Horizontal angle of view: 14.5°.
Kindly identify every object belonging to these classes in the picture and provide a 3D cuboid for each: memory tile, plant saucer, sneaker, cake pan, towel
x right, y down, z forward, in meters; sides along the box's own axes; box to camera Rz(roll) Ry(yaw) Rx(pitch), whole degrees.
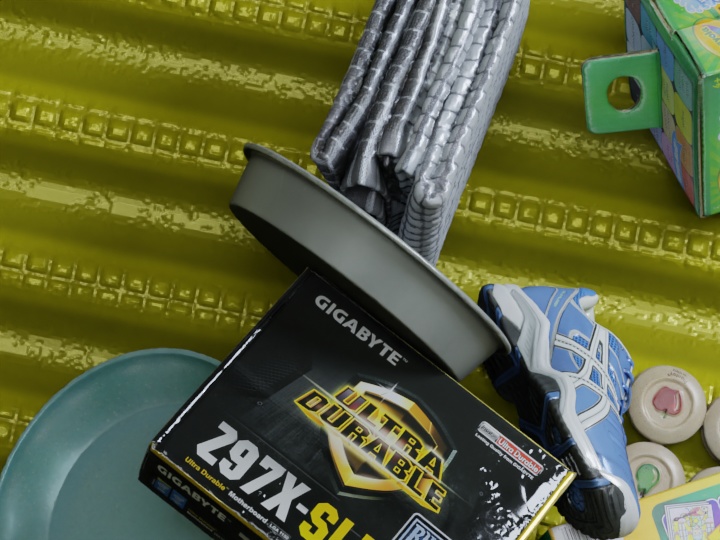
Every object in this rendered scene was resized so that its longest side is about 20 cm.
[{"bbox_3d":[0.247,0.152,1.741,0.200,0.017,0.154,17,76,1],"label":"memory tile"},{"bbox_3d":[-0.128,0.145,1.677,0.200,0.036,0.200,-12,62,22],"label":"plant saucer"},{"bbox_3d":[0.133,0.076,1.694,0.077,0.076,0.200,-8,47,-15],"label":"sneaker"},{"bbox_3d":[0.000,0.000,1.671,0.200,0.200,0.037,37,83,6],"label":"cake pan"},{"bbox_3d":[0.039,-0.110,1.717,0.085,0.166,0.200,20,75,5],"label":"towel"}]

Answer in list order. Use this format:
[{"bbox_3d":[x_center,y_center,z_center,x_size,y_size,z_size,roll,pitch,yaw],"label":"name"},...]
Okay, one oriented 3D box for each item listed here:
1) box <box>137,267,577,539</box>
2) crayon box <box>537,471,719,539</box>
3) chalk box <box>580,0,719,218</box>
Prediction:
[{"bbox_3d":[-0.002,0.116,1.612,0.200,0.049,0.160,38,59,7],"label":"box"},{"bbox_3d":[0.220,0.183,1.694,0.200,0.058,0.119,-17,78,-7],"label":"crayon box"},{"bbox_3d":[0.235,-0.126,1.732,0.200,0.125,0.124,-18,48,-8],"label":"chalk box"}]
